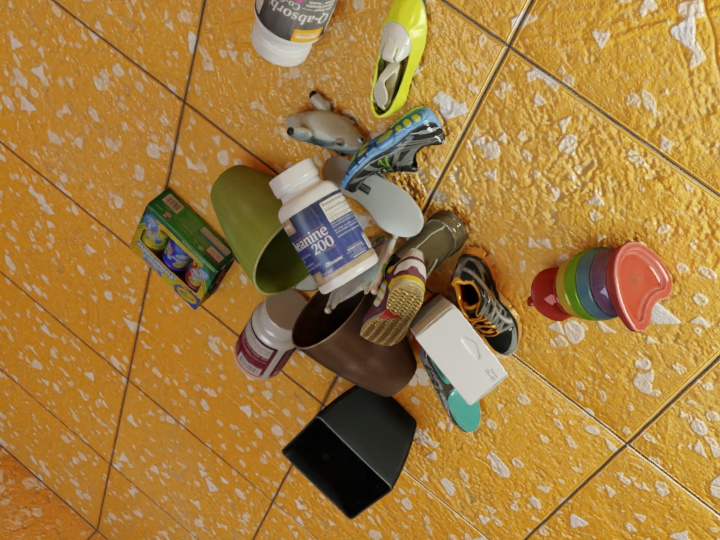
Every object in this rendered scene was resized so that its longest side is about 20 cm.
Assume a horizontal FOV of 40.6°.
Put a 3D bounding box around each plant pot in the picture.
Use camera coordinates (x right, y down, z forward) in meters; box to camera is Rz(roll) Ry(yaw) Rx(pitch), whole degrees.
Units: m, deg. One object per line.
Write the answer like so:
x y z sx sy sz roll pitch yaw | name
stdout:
-0.003 0.337 1.931 0.200 0.177 0.200 44 141 3 | plant pot
-0.175 -0.094 1.734 0.200 0.186 0.189 44 143 26 | plant pot
0.008 0.130 1.768 0.186 0.188 0.200 -17 126 47 | plant pot

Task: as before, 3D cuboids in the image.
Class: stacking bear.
0.334 0.027 1.435 0.199 0.121 0.114 -14 116 54 | stacking bear

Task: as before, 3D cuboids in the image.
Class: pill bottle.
-0.064 -0.074 1.570 0.111 0.110 0.202 -29 91 49 | pill bottle
-0.176 0.127 1.952 0.114 0.114 0.200 41 140 4 | pill bottle
-0.091 -0.404 1.425 0.116 0.116 0.201 39 140 6 | pill bottle

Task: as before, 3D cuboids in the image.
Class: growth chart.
0.000 0.000 1.666 0.018 0.146 0.199 33 152 -18 | growth chart

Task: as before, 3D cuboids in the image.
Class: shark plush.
-0.031 -0.221 1.600 0.197 0.092 0.084 16 156 3 | shark plush

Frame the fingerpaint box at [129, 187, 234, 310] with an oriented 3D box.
-0.369 -0.041 2.007 0.200 0.073 0.167 44 140 2 | fingerpaint box

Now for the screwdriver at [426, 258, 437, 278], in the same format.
0.087 0.056 1.628 0.029 0.028 0.201 52 130 21 | screwdriver

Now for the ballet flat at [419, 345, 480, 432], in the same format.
0.162 0.202 1.773 0.071 0.072 0.202 -4 120 42 | ballet flat

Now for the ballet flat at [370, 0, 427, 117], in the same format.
0.050 -0.307 1.423 0.066 0.067 0.202 31 138 17 | ballet flat

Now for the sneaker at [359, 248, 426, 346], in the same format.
0.060 0.047 1.599 0.074 0.091 0.200 22 142 -11 | sneaker

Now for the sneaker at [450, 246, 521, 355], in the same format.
0.200 0.063 1.601 0.078 0.077 0.202 -9 118 42 | sneaker

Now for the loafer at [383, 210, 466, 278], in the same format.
0.105 -0.028 1.613 0.076 0.067 0.200 44 141 0 | loafer

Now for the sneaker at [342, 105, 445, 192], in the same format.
0.048 -0.173 1.512 0.198 0.071 0.083 -32 113 30 | sneaker

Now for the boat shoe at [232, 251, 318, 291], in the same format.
-0.149 -0.020 1.856 0.198 0.063 0.074 24 110 20 | boat shoe

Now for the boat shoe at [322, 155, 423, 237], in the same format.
0.028 -0.126 1.602 0.199 0.064 0.071 38 105 17 | boat shoe

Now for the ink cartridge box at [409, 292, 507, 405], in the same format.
0.154 0.124 1.606 0.148 0.085 0.200 51 -177 -4 | ink cartridge box
